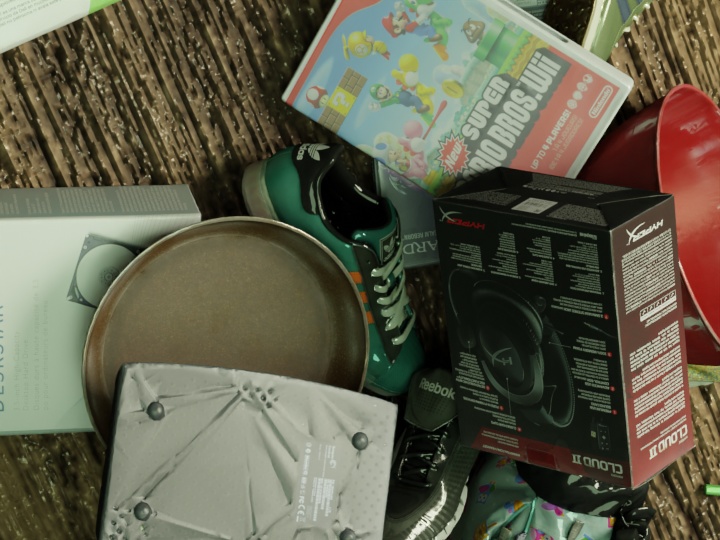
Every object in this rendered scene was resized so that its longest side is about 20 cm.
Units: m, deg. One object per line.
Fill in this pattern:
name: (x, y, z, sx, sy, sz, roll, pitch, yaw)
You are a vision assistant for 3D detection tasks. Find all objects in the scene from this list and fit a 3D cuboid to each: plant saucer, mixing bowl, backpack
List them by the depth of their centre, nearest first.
plant saucer: (-0.092, 0.056, 1.656, 0.199, 0.032, 0.201, -6, 111, -17)
mixing bowl: (0.202, -0.018, 1.704, 0.108, 0.200, 0.201, -15, 115, 28)
backpack: (0.126, 0.203, 1.777, 0.126, 0.167, 0.201, 23, 108, 1)

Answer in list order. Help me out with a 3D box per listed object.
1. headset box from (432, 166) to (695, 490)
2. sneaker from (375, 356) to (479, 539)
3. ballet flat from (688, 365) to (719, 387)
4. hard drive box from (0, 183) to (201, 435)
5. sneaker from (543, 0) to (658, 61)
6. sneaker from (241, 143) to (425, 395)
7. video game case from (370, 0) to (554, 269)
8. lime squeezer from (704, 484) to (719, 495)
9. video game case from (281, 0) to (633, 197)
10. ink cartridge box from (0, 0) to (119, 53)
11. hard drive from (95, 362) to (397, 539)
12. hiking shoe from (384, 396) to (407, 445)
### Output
headset box: (0.135, 0.045, 1.623, 0.077, 0.148, 0.201, -28, 118, -41)
sneaker: (0.052, 0.114, 1.710, 0.200, 0.066, 0.091, -53, 145, -35)
ballet flat: (0.216, 0.058, 1.787, 0.199, 0.071, 0.071, 0, 109, -11)
hard drive box: (-0.211, 0.027, 1.676, 0.199, 0.077, 0.157, -2, 109, -11)
sneaker: (0.185, -0.199, 1.676, 0.089, 0.067, 0.201, 10, 98, -24)
sneaker: (0.000, 0.000, 1.699, 0.080, 0.071, 0.200, -19, 116, 33)
video game case: (0.076, -0.105, 1.720, 0.142, 0.019, 0.201, -8, 111, -9)
lime squeezer: (0.359, 0.140, 1.854, 0.199, 0.038, 0.071, -33, 112, 2)
video game case: (0.064, -0.121, 1.659, 0.199, 0.017, 0.143, 32, 115, 2)
ink cartridge box: (-0.212, -0.262, 1.570, 0.145, 0.084, 0.201, -24, 112, -3)
hard drive: (-0.077, 0.135, 1.626, 0.199, 0.042, 0.136, 10, 83, -25)
hiking shoe: (-0.050, 0.153, 1.764, 0.199, 0.076, 0.101, -25, 102, -10)
